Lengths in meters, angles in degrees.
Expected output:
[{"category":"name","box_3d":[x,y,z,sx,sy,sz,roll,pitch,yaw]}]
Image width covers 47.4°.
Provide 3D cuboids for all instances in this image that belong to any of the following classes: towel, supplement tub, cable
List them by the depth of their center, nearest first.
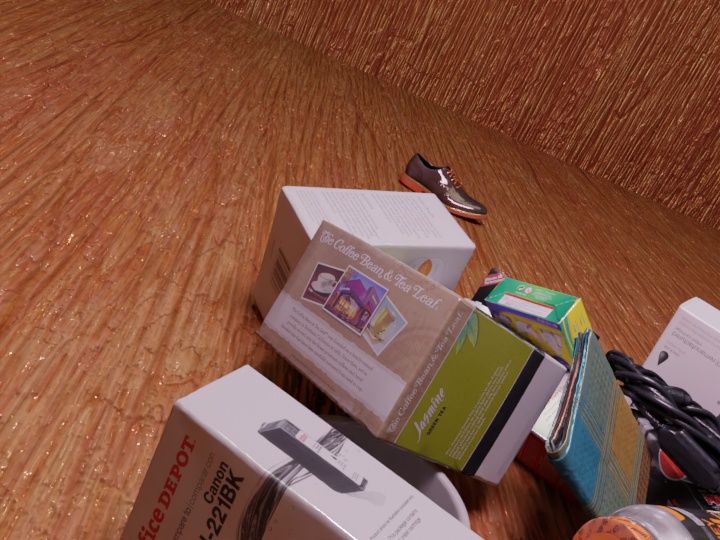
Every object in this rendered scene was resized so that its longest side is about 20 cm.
[{"category":"supplement tub","box_3d":[0.282,0.269,0.710,0.199,0.123,0.123,13,25,-29]},{"category":"towel","box_3d":[0.233,0.175,0.783,0.201,0.022,0.147,56,44,-31]},{"category":"cable","box_3d":[0.351,0.158,0.904,0.200,0.051,0.163,47,23,18]}]

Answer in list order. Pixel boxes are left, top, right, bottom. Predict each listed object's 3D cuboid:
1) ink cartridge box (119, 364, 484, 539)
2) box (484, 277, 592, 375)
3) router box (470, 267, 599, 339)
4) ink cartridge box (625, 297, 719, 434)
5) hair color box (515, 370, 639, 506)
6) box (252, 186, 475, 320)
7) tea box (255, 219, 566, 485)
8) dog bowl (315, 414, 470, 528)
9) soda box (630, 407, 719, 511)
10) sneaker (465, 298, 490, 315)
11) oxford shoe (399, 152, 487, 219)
[{"category":"ink cartridge box","box_3d":[-0.046,0.179,0.519,0.199,0.145,0.084,33,22,19]},{"category":"box","box_3d":[0.231,0.107,0.974,0.117,0.048,0.201,18,-34,51]},{"category":"router box","box_3d":[0.246,0.071,1.139,0.149,0.062,0.200,35,6,21]},{"category":"ink cartridge box","box_3d":[0.416,0.159,1.011,0.146,0.201,0.084,37,27,29]},{"category":"hair color box","box_3d":[0.193,0.153,0.913,0.200,0.062,0.101,38,53,26]},{"category":"box","box_3d":[0.000,0.000,0.919,0.199,0.153,0.107,0,38,-29]},{"category":"tea box","box_3d":[0.047,0.075,0.769,0.196,0.134,0.200,32,0,-43]},{"category":"dog bowl","box_3d":[-0.001,0.193,0.658,0.199,0.059,0.200,22,22,-9]},{"category":"soda box","box_3d":[0.348,0.245,0.909,0.063,0.071,0.200,19,23,-18]},{"category":"sneaker","box_3d":[0.101,0.071,1.052,0.199,0.077,0.081,23,29,12]},{"category":"oxford shoe","box_3d":[0.178,-0.170,1.672,0.199,0.073,0.071,30,21,10]}]
